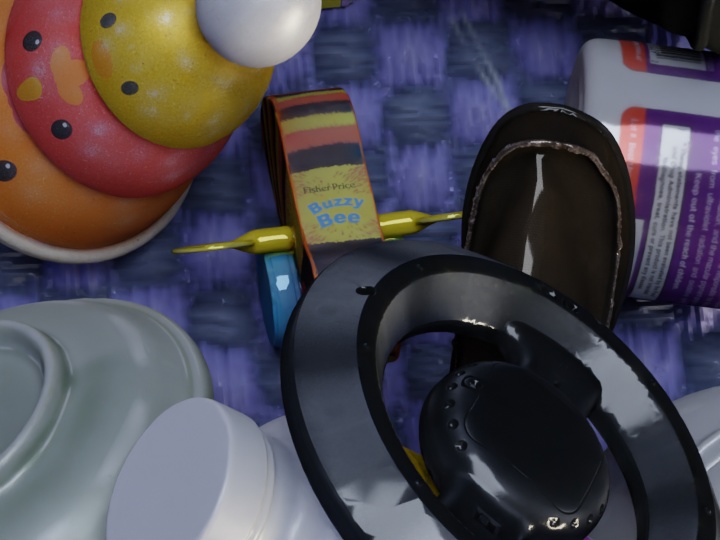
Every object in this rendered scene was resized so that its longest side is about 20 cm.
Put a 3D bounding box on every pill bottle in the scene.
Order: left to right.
[{"bbox_3d":[0.004,0.118,1.141,0.200,0.104,0.104,28,64,-33],"label":"pill bottle"},{"bbox_3d":[0.187,-0.034,1.300,0.200,0.111,0.112,7,69,-2],"label":"pill bottle"}]

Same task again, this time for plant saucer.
[{"bbox_3d":[-0.157,0.074,1.202,0.200,0.050,0.200,-20,38,17],"label":"plant saucer"}]

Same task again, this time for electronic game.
[{"bbox_3d":[0.056,0.071,1.117,0.200,0.042,0.200,25,39,-22],"label":"electronic game"}]

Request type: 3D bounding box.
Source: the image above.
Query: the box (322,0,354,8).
[{"bbox_3d":[-0.056,-0.239,1.324,0.097,0.176,0.200,-6,70,-7],"label":"box"}]

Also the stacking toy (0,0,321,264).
[{"bbox_3d":[-0.085,-0.094,1.238,0.146,0.200,0.146,12,69,-34],"label":"stacking toy"}]

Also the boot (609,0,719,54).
[{"bbox_3d":[0.089,-0.150,1.299,0.158,0.211,0.080,14,95,-4],"label":"boot"}]

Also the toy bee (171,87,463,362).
[{"bbox_3d":[0.000,0.000,1.274,0.131,0.109,0.200,-28,74,-16],"label":"toy bee"}]

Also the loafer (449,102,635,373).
[{"bbox_3d":[0.072,0.031,1.230,0.073,0.071,0.200,6,109,4],"label":"loafer"}]

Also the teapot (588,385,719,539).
[{"bbox_3d":[0.174,0.123,1.221,0.197,0.146,0.200,-12,70,-9],"label":"teapot"}]
